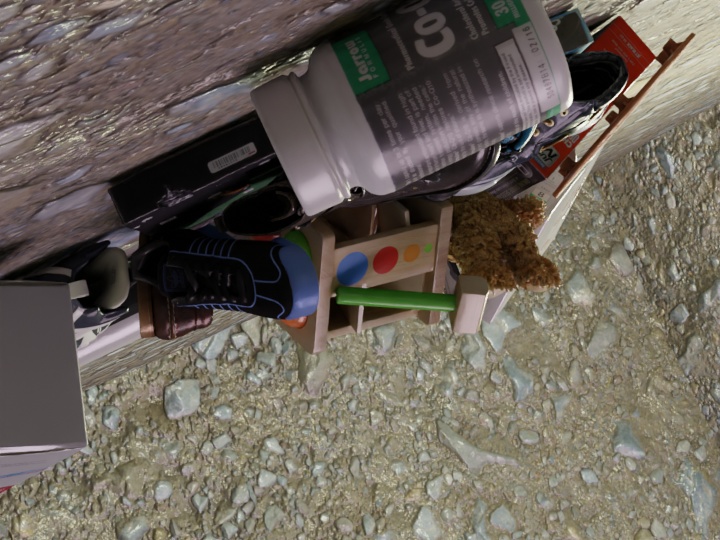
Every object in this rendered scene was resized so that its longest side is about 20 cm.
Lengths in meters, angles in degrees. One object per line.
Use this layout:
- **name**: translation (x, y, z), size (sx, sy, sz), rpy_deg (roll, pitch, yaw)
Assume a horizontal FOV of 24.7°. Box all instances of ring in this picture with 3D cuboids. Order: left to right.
- **ring**: translation (0.243, -0.149, 1.551), size (0.201, 0.019, 0.200), rpy_deg (-49, 175, -6)

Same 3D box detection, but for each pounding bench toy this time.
- **pounding bench toy**: translation (0.000, 0.000, 1.468), size (0.155, 0.125, 0.200), rpy_deg (-14, -145, -31)

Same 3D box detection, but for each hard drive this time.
- **hard drive**: translation (-0.123, -0.074, 1.355), size (0.139, 0.038, 0.200), rpy_deg (-25, 176, 2)

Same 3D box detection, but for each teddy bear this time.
- **teddy bear**: translation (0.115, -0.046, 1.558), size (0.144, 0.200, 0.067), rpy_deg (2, 130, -9)

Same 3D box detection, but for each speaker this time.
- **speaker**: translation (-0.234, 0.028, 1.777), size (0.199, 0.081, 0.081), rpy_deg (-25, 177, 2)

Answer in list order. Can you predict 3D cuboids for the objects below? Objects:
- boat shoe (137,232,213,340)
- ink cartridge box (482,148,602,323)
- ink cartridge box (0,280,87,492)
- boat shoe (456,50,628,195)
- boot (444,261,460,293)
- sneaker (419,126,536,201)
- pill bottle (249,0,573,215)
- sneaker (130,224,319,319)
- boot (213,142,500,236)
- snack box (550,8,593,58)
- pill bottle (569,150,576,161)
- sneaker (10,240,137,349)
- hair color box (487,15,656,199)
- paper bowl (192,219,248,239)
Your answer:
- **boat shoe**: translation (-0.168, 0.011, 1.498), size (0.070, 0.071, 0.200), rpy_deg (-7, -155, -6)
- **ink cartridge box**: translation (0.186, -0.054, 1.765), size (0.200, 0.050, 0.161), rpy_deg (-51, 169, -50)
- **ink cartridge box**: translation (-0.336, 0.104, 1.372), size (0.144, 0.146, 0.200), rpy_deg (0, 163, -34)
- **boat shoe**: translation (0.148, -0.140, 1.488), size (0.200, 0.071, 0.091), rpy_deg (-29, 171, -20)
- **boot**: translation (0.017, -0.004, 1.701), size (0.153, 0.074, 0.204), rpy_deg (-21, 153, 7)
- **sneaker**: translation (0.099, -0.122, 1.390), size (0.073, 0.082, 0.200), rpy_deg (13, 133, -25)
- **pill bottle**: translation (0.034, -0.121, 1.121), size (0.199, 0.113, 0.113), rpy_deg (-26, 177, 0)
- **sneaker**: translation (-0.113, 0.007, 1.343), size (0.078, 0.070, 0.200), rpy_deg (-17, -163, -33)
- **boot**: translation (-0.001, -0.071, 1.338), size (0.200, 0.069, 0.174), rpy_deg (-19, -178, 39)
- **snack box**: translation (0.104, -0.171, 1.503), size (0.199, 0.037, 0.116), rpy_deg (-24, 175, -15)
- **pill bottle**: translation (0.128, -0.113, 1.808), size (0.199, 0.113, 0.113), rpy_deg (-24, 177, -10)
- **sneaker**: translation (-0.251, 0.023, 1.558), size (0.129, 0.080, 0.199), rpy_deg (-17, 170, 20)
- **hair color box**: translation (0.197, -0.159, 1.657), size (0.200, 0.064, 0.111), rpy_deg (-48, -172, -27)
- **paper bowl**: translation (-0.088, -0.038, 1.632), size (0.200, 0.105, 0.201), rpy_deg (-26, 177, -2)
